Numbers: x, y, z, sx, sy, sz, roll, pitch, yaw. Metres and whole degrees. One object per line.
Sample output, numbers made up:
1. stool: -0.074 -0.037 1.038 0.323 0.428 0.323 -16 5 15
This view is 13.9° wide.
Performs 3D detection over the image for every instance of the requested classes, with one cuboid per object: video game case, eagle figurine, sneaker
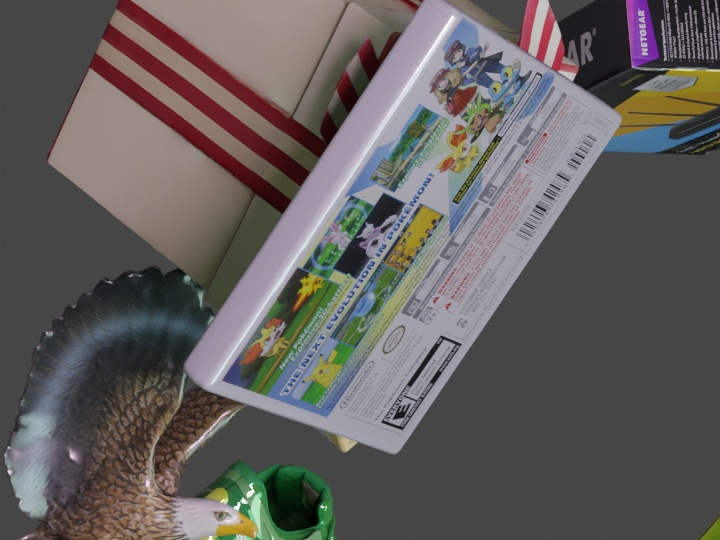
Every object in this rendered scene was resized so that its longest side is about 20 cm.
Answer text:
1. video game case: 0.023 -0.015 1.362 0.201 0.022 0.182 -56 149 6
2. eagle figurine: -0.117 0.107 1.585 0.152 0.150 0.201 154 -51 -74
3. sneaker: -0.036 0.166 1.774 0.084 0.074 0.200 -51 149 4

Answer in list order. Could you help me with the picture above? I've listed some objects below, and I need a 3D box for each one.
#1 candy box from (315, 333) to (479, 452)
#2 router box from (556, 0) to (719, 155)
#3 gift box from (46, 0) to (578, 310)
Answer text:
1. candy box: 0.000 0.000 1.674 0.115 0.055 0.200 -41 147 -19
2. router box: 0.170 -0.108 1.636 0.148 0.051 0.200 1 170 -21
3. gift box: -0.015 -0.082 1.446 0.184 0.187 0.201 -4 125 -52
